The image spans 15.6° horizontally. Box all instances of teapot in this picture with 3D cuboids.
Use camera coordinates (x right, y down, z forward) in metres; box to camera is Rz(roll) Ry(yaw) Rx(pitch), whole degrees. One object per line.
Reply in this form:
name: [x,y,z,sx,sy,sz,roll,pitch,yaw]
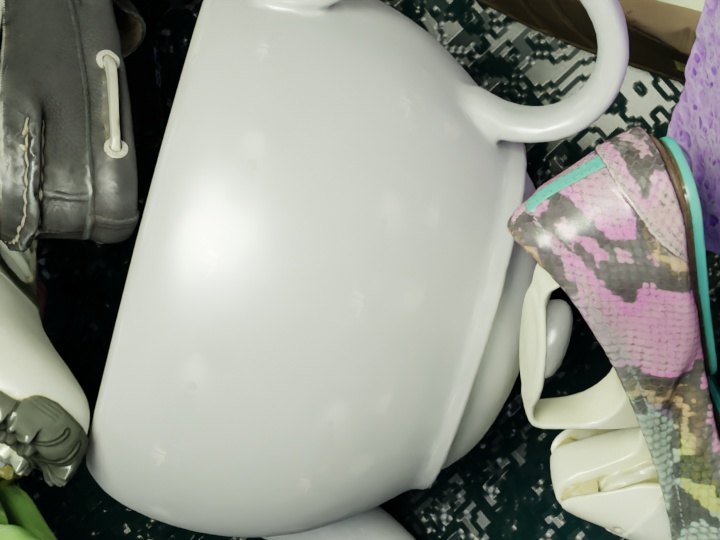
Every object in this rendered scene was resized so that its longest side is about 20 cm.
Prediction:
teapot: [0.000,0.000,0.864,0.145,0.200,0.198,14,75,-3]

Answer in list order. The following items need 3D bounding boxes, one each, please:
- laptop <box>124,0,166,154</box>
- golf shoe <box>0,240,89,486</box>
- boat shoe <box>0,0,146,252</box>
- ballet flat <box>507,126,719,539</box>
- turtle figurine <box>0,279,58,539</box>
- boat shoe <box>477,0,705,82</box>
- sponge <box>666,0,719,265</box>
laptop: [-0.175,-0.120,0.947,0.177,0.103,0.201,-19,54,16]
golf shoe: [-0.136,-0.012,0.857,0.088,0.077,0.200,-41,52,-7]
boat shoe: [-0.099,-0.079,0.846,0.060,0.200,0.074,5,127,-9]
ballet flat: [0.088,0.041,0.839,0.071,0.200,0.069,-20,41,3]
turtle figurine: [-0.169,0.098,0.915,0.194,0.199,0.144,42,142,33]
boat shoe: [0.114,-0.106,0.891,0.199,0.072,0.076,23,83,6]
sponge: [0.144,-0.088,0.778,0.030,0.112,0.201,1,116,-22]
